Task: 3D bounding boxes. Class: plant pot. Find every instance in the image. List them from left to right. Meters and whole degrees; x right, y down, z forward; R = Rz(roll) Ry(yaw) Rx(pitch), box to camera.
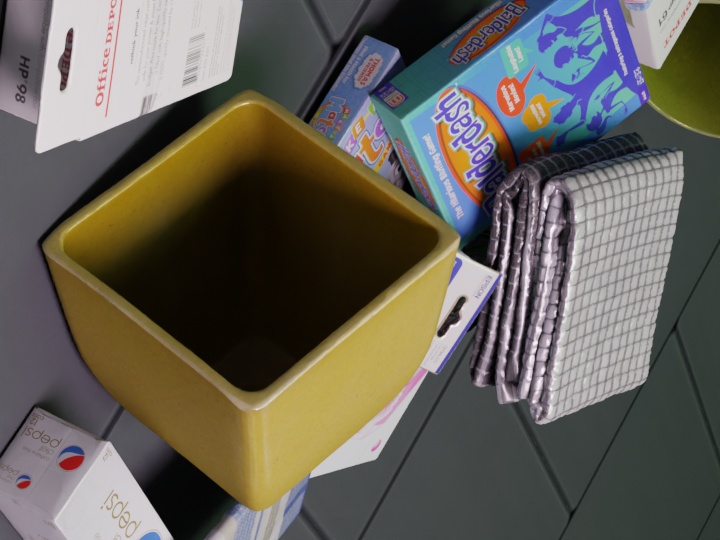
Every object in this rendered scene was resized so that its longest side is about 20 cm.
[{"bbox_3d":[-0.069,0.043,1.586,0.194,0.195,0.200,-39,150,-28],"label":"plant pot"},{"bbox_3d":[0.364,-0.259,2.270,0.187,0.187,0.200,78,26,-51],"label":"plant pot"}]

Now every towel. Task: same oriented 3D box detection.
[{"bbox_3d":[-0.089,0.196,1.765,0.200,0.024,0.147,-51,164,-42],"label":"towel"},{"bbox_3d":[0.165,0.003,1.833,0.166,0.086,0.200,-18,121,-51],"label":"towel"}]

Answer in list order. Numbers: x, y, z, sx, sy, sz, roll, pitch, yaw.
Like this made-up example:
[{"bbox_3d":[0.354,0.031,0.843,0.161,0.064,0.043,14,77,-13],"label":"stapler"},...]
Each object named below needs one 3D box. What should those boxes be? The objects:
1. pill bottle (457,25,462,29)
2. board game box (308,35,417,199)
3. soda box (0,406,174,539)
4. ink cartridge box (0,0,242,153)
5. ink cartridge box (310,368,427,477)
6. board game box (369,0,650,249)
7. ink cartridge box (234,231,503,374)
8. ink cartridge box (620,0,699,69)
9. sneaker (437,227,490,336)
[{"bbox_3d":[0.123,-0.103,1.960,0.112,0.112,0.200,-47,149,-37],"label":"pill bottle"},{"bbox_3d":[0.001,-0.066,1.835,0.151,0.037,0.200,-58,154,-15],"label":"board game box"},{"bbox_3d":[-0.185,0.175,1.635,0.068,0.064,0.200,-57,153,-21],"label":"soda box"},{"bbox_3d":[-0.150,-0.153,1.422,0.200,0.067,0.116,-29,136,-54],"label":"ink cartridge box"},{"bbox_3d":[-0.003,0.076,1.883,0.196,0.043,0.200,-9,134,-58],"label":"ink cartridge box"},{"bbox_3d":[0.117,-0.131,1.807,0.200,0.045,0.152,-38,137,-10],"label":"board game box"},{"bbox_3d":[0.000,0.000,1.745,0.200,0.037,0.095,25,106,-29],"label":"ink cartridge box"},{"bbox_3d":[0.246,-0.294,2.079,0.145,0.085,0.200,-58,155,-20],"label":"ink cartridge box"},{"bbox_3d":[0.073,0.005,1.876,0.078,0.085,0.200,-39,164,36],"label":"sneaker"}]
